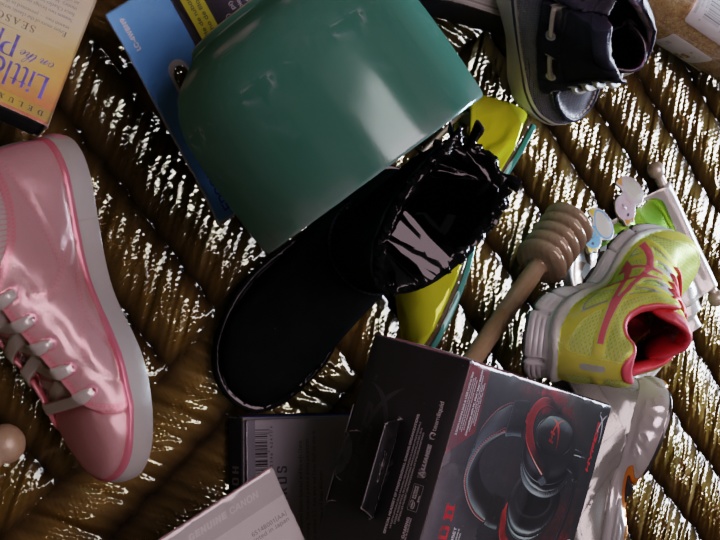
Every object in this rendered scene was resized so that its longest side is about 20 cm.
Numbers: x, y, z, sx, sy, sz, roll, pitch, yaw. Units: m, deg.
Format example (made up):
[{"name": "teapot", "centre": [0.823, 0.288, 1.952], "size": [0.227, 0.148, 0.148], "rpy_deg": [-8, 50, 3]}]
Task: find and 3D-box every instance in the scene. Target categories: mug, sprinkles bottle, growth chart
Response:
[{"name": "mug", "centre": [-0.028, -0.098, 0.946], "size": [0.152, 0.185, 0.115], "rpy_deg": [-37, 93, -12]}, {"name": "sprinkles bottle", "centre": [0.268, -0.185, 1.289], "size": [0.200, 0.068, 0.068], "rpy_deg": [25, 72, -32]}, {"name": "growth chart", "centre": [0.197, 0.024, 1.251], "size": [0.200, 0.018, 0.145], "rpy_deg": [-47, 112, -31]}]

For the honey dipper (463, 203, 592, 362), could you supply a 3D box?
[{"name": "honey dipper", "centre": [0.097, 0.030, 1.141], "size": [0.038, 0.038, 0.200], "rpy_deg": [54, 52, -20]}]

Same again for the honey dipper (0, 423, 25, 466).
[{"name": "honey dipper", "centre": [-0.241, 0.162, 0.900], "size": [0.038, 0.038, 0.200], "rpy_deg": [49, 58, -23]}]

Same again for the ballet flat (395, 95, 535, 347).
[{"name": "ballet flat", "centre": [0.053, -0.037, 1.127], "size": [0.067, 0.067, 0.200], "rpy_deg": [30, 65, -8]}]

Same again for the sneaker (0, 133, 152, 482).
[{"name": "sneaker", "centre": [-0.186, 0.027, 0.926], "size": [0.104, 0.075, 0.201], "rpy_deg": [-12, 86, -41]}]

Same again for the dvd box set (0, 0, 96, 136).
[{"name": "dvd box set", "centre": [-0.208, -0.193, 0.937], "size": [0.146, 0.029, 0.200], "rpy_deg": [23, 72, -17]}]

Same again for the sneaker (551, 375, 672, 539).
[{"name": "sneaker", "centre": [0.141, 0.157, 1.176], "size": [0.092, 0.076, 0.200], "rpy_deg": [21, 81, -6]}]

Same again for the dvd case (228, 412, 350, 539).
[{"name": "dvd case", "centre": [0.004, 0.167, 1.089], "size": [0.200, 0.025, 0.151], "rpy_deg": [2, 85, -36]}]

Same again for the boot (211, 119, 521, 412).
[{"name": "boot", "centre": [0.000, 0.001, 0.996], "size": [0.073, 0.162, 0.198], "rpy_deg": [44, 76, -13]}]

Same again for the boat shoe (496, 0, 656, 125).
[{"name": "boat shoe", "centre": [0.151, -0.140, 1.129], "size": [0.075, 0.093, 0.200], "rpy_deg": [-49, 153, -8]}]

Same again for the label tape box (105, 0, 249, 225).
[{"name": "label tape box", "centre": [-0.061, -0.137, 1.043], "size": [0.200, 0.066, 0.144], "rpy_deg": [-38, 108, -30]}]

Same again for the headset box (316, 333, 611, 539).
[{"name": "headset box", "centre": [0.059, 0.129, 1.023], "size": [0.200, 0.075, 0.149], "rpy_deg": [21, 84, -53]}]

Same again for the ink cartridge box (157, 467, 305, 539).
[{"name": "ink cartridge box", "centre": [-0.102, 0.235, 0.973], "size": [0.200, 0.045, 0.177], "rpy_deg": [-31, 106, -25]}]

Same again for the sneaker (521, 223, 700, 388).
[{"name": "sneaker", "centre": [0.194, 0.032, 1.160], "size": [0.200, 0.090, 0.078], "rpy_deg": [-35, 130, -45]}]

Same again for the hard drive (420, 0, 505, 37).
[{"name": "hard drive", "centre": [0.081, -0.233, 1.129], "size": [0.200, 0.038, 0.140], "rpy_deg": [3, 83, -59]}]
